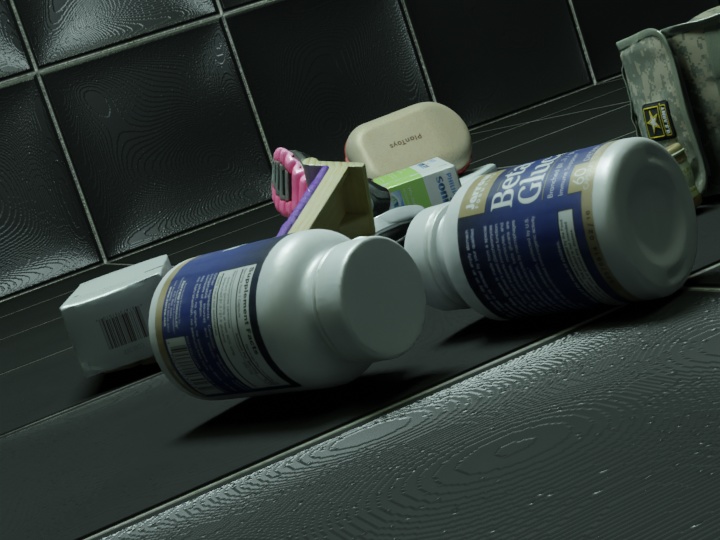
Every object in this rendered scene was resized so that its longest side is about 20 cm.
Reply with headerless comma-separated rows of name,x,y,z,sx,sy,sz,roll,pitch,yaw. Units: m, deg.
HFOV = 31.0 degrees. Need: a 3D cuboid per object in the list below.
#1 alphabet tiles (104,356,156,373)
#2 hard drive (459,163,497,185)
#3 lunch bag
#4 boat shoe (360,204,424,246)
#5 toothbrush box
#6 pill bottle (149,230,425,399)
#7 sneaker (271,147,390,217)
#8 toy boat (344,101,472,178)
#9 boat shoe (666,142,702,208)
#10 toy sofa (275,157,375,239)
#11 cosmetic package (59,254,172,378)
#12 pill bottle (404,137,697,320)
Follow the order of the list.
alphabet tiles,-0.200,0.072,1.442,0.195,0.015,0.200,-13,9,23
hard drive,0.122,-0.116,1.961,0.131,0.027,0.200,-16,8,24
lunch bag,0.336,-0.158,1.187,0.199,0.165,0.117,-14,5,38
boat shoe,0.000,0.000,1.285,0.199,0.066,0.070,-25,-23,-31
toothbrush box,0.026,-0.067,1.604,0.199,0.086,0.146,-20,10,-2
pill bottle,-0.052,0.031,0.933,0.199,0.112,0.111,-11,11,45
sneaker,-0.035,-0.095,1.506,0.095,0.079,0.200,-7,22,-30
toy boat,0.075,-0.170,2.006,0.199,0.131,0.131,-21,-22,-11
boat shoe,0.207,-0.058,1.184,0.199,0.063,0.073,-17,8,11
toy sofa,-0.062,-0.019,1.183,0.097,0.083,0.200,3,36,20
cosmetic package,-0.246,0.044,1.379,0.112,0.082,0.200,-19,9,-6
pill bottle,0.130,-0.023,0.934,0.199,0.112,0.111,-12,10,45
